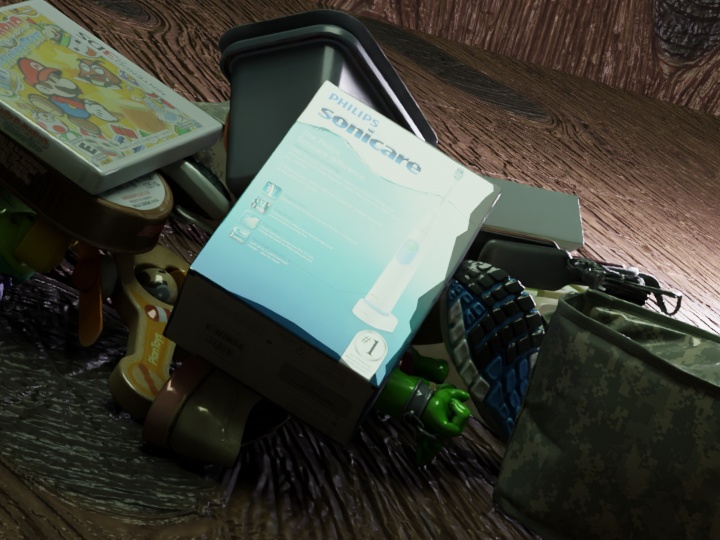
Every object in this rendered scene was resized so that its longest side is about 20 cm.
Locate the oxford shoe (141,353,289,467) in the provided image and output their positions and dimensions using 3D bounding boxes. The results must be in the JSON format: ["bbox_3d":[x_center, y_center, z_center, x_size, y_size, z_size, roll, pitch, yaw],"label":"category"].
[{"bbox_3d":[-0.074,0.079,1.538,0.074,0.071,0.200,29,35,11],"label":"oxford shoe"}]

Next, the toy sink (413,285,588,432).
[{"bbox_3d":[0.147,0.066,1.813,0.130,0.113,0.200,8,18,-36],"label":"toy sink"}]

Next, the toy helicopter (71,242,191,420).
[{"bbox_3d":[-0.153,0.035,1.593,0.132,0.079,0.200,34,25,-16],"label":"toy helicopter"}]

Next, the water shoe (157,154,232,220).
[{"bbox_3d":[-0.191,-0.080,1.711,0.199,0.079,0.071,33,4,6],"label":"water shoe"}]

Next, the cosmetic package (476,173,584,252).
[{"bbox_3d":[0.069,-0.020,1.927,0.150,0.052,0.200,7,-24,-36],"label":"cosmetic package"}]

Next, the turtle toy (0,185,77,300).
[{"bbox_3d":[-0.285,-0.030,1.620,0.145,0.101,0.200,37,15,-5],"label":"turtle toy"}]

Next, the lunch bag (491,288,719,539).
[{"bbox_3d":[0.199,0.121,1.560,0.199,0.165,0.117,25,21,22],"label":"lunch bag"}]

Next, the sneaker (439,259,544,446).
[{"bbox_3d":[0.099,0.073,1.649,0.075,0.201,0.087,-33,30,-13],"label":"sneaker"}]

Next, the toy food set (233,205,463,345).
[{"bbox_3d":[0.000,0.000,1.680,0.199,0.049,0.198,0,-25,42],"label":"toy food set"}]

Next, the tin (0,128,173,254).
[{"bbox_3d":[-0.219,-0.084,1.611,0.200,0.042,0.112,37,20,16],"label":"tin"}]

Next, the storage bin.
[{"bbox_3d":[-0.040,-0.083,1.762,0.145,0.135,0.200,-8,-36,23],"label":"storage bin"}]

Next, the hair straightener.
[{"bbox_3d":[0.174,0.011,1.764,0.199,0.041,0.077,16,12,-27],"label":"hair straightener"}]

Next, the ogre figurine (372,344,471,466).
[{"bbox_3d":[0.007,0.070,1.647,0.119,0.098,0.200,28,23,-13],"label":"ogre figurine"}]

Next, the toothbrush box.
[{"bbox_3d":[-0.017,-0.007,1.507,0.146,0.085,0.200,31,53,2],"label":"toothbrush box"}]

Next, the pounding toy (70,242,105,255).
[{"bbox_3d":[-0.247,-0.069,1.807,0.199,0.143,0.184,20,-4,-2],"label":"pounding toy"}]

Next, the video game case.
[{"bbox_3d":[-0.214,-0.131,1.637,0.182,0.023,0.200,35,23,11],"label":"video game case"}]

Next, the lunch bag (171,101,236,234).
[{"bbox_3d":[-0.097,-0.091,2.061,0.199,0.118,0.164,28,17,21],"label":"lunch bag"}]
